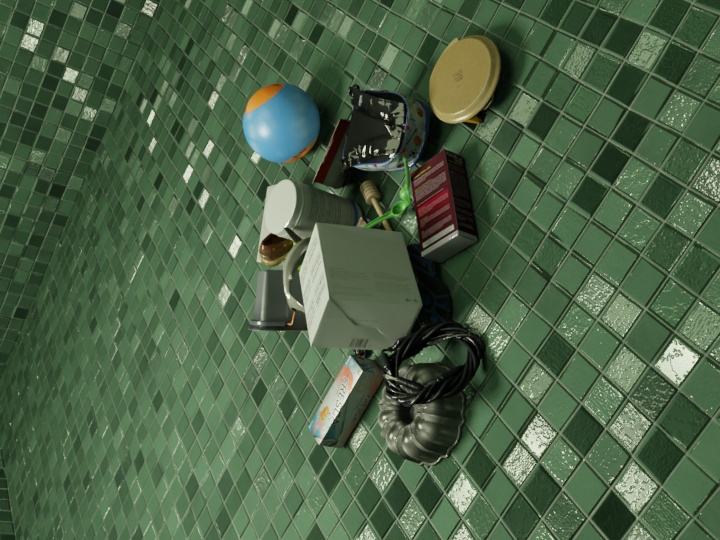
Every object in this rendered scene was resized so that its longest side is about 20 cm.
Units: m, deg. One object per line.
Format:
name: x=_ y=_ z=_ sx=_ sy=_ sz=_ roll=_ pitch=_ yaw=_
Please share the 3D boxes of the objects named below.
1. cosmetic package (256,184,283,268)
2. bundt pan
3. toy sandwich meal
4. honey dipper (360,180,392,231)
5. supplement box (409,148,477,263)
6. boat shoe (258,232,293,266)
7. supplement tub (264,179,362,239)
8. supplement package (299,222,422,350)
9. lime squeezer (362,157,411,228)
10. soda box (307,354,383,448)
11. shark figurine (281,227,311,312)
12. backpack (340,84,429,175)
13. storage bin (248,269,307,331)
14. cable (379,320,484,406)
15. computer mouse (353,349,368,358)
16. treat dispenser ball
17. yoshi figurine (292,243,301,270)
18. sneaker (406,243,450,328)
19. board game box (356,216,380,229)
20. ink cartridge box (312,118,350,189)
cosmetic package: x=-0.193 y=-0.110 z=2.054 sx=0.074 sy=0.101 sz=0.202 roll=-5 pitch=75 yaw=50
bundt pan: x=0.105 y=0.272 z=1.556 sx=0.201 sy=0.075 sz=0.204 roll=-21 pitch=62 yaw=46
toy sandwich meal: x=0.219 y=-0.389 z=1.664 sx=0.204 sy=0.070 sz=0.207 roll=-17 pitch=67 yaw=43
honey dipper: x=0.049 y=-0.124 z=1.807 sx=0.038 sy=0.038 sz=0.201 roll=-50 pitch=46 yaw=28
supplement box: x=0.166 y=-0.130 z=1.636 sx=0.109 sy=0.061 sz=0.202 roll=-32 pitch=55 yaw=42
boat shoe: x=-0.166 y=-0.092 z=1.964 sx=0.072 sy=0.068 sz=0.200 roll=33 pitch=61 yaw=29
supplement tub: x=-0.105 y=-0.122 z=1.863 sx=0.131 sy=0.199 sz=0.133 roll=-23 pitch=60 yaw=45
supplement package: x=-0.006 y=0.035 z=1.594 sx=0.201 sy=0.190 sz=0.148 roll=-102 pitch=26 yaw=-43
lime squeezer: x=0.078 y=-0.156 z=1.717 sx=0.038 sy=0.070 sz=0.201 roll=-82 pitch=19 yaw=-50
soda box: x=-0.031 y=0.281 z=1.728 sx=0.201 sy=0.068 sz=0.064 roll=-61 pitch=39 yaw=15
shark figurine: x=-0.121 y=-0.019 z=1.726 sx=0.089 sy=0.128 sz=0.215 roll=-18 pitch=35 yaw=41
backpack: x=0.063 y=-0.298 z=1.757 sx=0.190 sy=0.153 sz=0.202 roll=15 pitch=100 yaw=54
storage bin: x=-0.148 y=0.067 z=1.811 sx=0.145 sy=0.198 sz=0.136 roll=176 pitch=94 yaw=-74
cable: x=0.135 y=0.171 z=1.500 sx=0.198 sy=0.051 sz=0.164 roll=-16 pitch=40 yaw=6
computer mouse: x=0.057 y=0.123 z=1.702 sx=0.199 sy=0.044 sz=0.111 roll=-17 pitch=59 yaw=54
treat dispenser ball: x=-0.203 y=-0.379 z=2.081 sx=0.200 sy=0.200 sz=0.203 roll=-22 pitch=60 yaw=46
yoshi figurine: x=-0.121 y=0.019 z=1.943 sx=0.112 sy=0.111 sz=0.202 roll=-30 pitch=-60 yaw=-87
sneaker: x=0.127 y=0.047 z=1.628 sx=0.077 sy=0.075 sz=0.201 roll=117 pitch=148 yaw=-54
board game box: x=0.000 y=0.000 z=1.803 sx=0.201 sy=0.034 sz=0.136 roll=-63 pitch=38 yaw=25
ink cartridge box: x=-0.045 y=-0.269 z=1.874 sx=0.200 sy=0.050 sz=0.163 roll=-59 pitch=-6 yaw=-79
